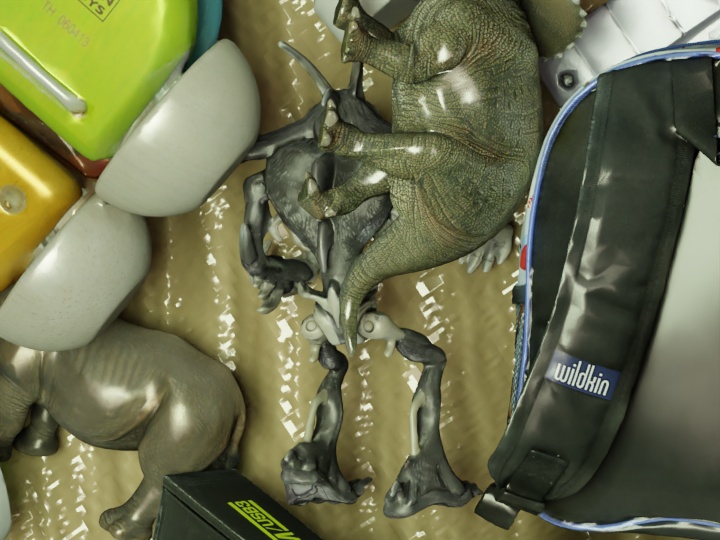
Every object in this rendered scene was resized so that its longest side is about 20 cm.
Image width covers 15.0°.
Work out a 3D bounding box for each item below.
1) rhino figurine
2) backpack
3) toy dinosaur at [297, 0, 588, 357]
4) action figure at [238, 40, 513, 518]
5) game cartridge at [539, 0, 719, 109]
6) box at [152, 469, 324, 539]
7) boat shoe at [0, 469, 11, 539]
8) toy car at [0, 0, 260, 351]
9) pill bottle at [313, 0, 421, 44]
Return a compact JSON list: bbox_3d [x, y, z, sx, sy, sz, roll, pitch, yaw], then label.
[{"bbox_3d":[-0.139,0.045,1.222,0.199,0.060,0.088,29,104,10],"label":"rhino figurine"},{"bbox_3d":[0.149,0.003,1.079,0.199,0.154,0.192,2,104,6],"label":"backpack"},{"bbox_3d":[0.034,-0.057,1.072,0.102,0.077,0.201,10,95,-8],"label":"toy dinosaur"},{"bbox_3d":[0.000,0.000,1.168,0.118,0.102,0.201,-2,96,16],"label":"action figure"},{"bbox_3d":[0.178,-0.045,1.161,0.129,0.038,0.201,-35,87,17],"label":"game cartridge"},{"bbox_3d":[-0.035,0.214,1.151,0.193,0.047,0.201,32,117,44],"label":"box"},{"bbox_3d":[-0.217,0.052,1.171,0.072,0.062,0.201,12,136,50],"label":"boat shoe"},{"bbox_3d":[-0.132,-0.080,1.157,0.175,0.150,0.200,41,118,1],"label":"toy car"},{"bbox_3d":[-0.031,-0.198,1.148,0.116,0.116,0.200,-41,86,12],"label":"pill bottle"}]
